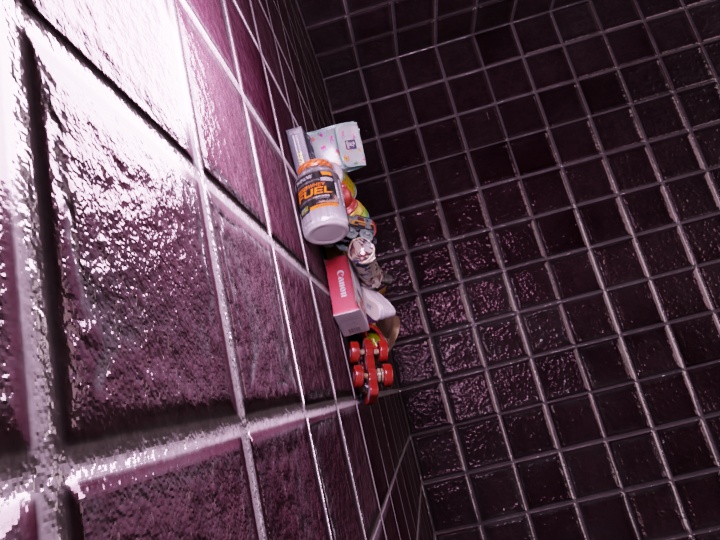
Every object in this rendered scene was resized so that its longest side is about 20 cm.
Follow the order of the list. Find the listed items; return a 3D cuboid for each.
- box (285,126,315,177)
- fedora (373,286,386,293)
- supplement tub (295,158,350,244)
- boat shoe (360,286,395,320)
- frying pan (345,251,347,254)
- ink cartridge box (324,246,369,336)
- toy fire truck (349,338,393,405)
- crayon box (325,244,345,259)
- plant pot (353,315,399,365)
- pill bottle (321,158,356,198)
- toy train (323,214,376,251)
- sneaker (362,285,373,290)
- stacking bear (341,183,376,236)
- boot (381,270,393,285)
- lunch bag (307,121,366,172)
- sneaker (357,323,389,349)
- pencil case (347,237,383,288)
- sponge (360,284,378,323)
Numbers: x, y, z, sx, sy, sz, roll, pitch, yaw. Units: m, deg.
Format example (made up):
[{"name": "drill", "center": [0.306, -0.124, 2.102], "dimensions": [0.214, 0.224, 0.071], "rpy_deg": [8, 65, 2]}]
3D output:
[{"name": "box", "center": [-0.162, -0.326, 1.532], "dimensions": [0.200, 0.051, 0.159], "rpy_deg": [-59, 135, -84]}, {"name": "fedora", "center": [0.010, 0.110, 1.852], "dimensions": [0.082, 0.201, 0.201], "rpy_deg": [40, 0, 8]}, {"name": "supplement tub", "center": [-0.102, -0.179, 1.342], "dimensions": [0.123, 0.121, 0.202], "rpy_deg": [66, 10, -65]}, {"name": "boat shoe", "center": [0.047, 0.098, 1.596], "dimensions": [0.200, 0.068, 0.073], "rpy_deg": [-153, -113, -66]}, {"name": "frying pan", "center": [-0.050, -0.098, 1.633], "dimensions": [0.191, 0.031, 0.115], "rpy_deg": [60, 11, 5]}, {"name": "ink cartridge box", "center": [-0.045, 0.060, 1.528], "dimensions": [0.176, 0.083, 0.201], "rpy_deg": [70, 6, -54]}, {"name": "toy fire truck", "center": [0.025, 0.311, 1.554], "dimensions": [0.169, 0.111, 0.201], "rpy_deg": [98, -12, -46]}, {"name": "crayon box", "center": [-0.089, -0.091, 1.703], "dimensions": [0.127, 0.050, 0.202], "rpy_deg": [44, 32, -83]}, {"name": "plant pot", "center": [0.040, 0.221, 1.772], "dimensions": [0.092, 0.201, 0.201], "rpy_deg": [31, 20, -16]}, {"name": "pill bottle", "center": [-0.098, -0.308, 1.815], "dimensions": [0.200, 0.110, 0.112], "rpy_deg": [40, 34, -62]}, {"name": "toy train", "center": [-0.046, -0.120, 1.555], "dimensions": [0.085, 0.198, 0.115], "rpy_deg": [123, -31, -43]}, {"name": "sneaker", "center": [0.000, 0.000, 1.728], "dimensions": [0.201, 0.074, 0.083], "rpy_deg": [-112, -167, -55]}, {"name": "stacking bear", "center": [-0.037, -0.184, 1.656], "dimensions": [0.114, 0.121, 0.201], "rpy_deg": [38, -15, 51]}, {"name": "boot", "center": [0.021, 0.010, 1.894], "dimensions": [0.200, 0.130, 0.068], "rpy_deg": [36, -64, 47]}, {"name": "lunch bag", "center": [-0.087, -0.440, 1.902], "dimensions": [0.122, 0.198, 0.172], "rpy_deg": [-22, 98, -86]}, {"name": "sneaker", "center": [0.023, 0.185, 1.669], "dimensions": [0.200, 0.077, 0.085], "rpy_deg": [46, -8, 23]}, {"name": "pencil case", "center": [0.019, -0.016, 1.537], "dimensions": [0.090, 0.077, 0.200], "rpy_deg": [57, -5, 27]}, {"name": "sponge", "center": [-0.009, 0.094, 1.701], "dimensions": [0.201, 0.110, 0.030], "rpy_deg": [-100, -173, -50]}]
